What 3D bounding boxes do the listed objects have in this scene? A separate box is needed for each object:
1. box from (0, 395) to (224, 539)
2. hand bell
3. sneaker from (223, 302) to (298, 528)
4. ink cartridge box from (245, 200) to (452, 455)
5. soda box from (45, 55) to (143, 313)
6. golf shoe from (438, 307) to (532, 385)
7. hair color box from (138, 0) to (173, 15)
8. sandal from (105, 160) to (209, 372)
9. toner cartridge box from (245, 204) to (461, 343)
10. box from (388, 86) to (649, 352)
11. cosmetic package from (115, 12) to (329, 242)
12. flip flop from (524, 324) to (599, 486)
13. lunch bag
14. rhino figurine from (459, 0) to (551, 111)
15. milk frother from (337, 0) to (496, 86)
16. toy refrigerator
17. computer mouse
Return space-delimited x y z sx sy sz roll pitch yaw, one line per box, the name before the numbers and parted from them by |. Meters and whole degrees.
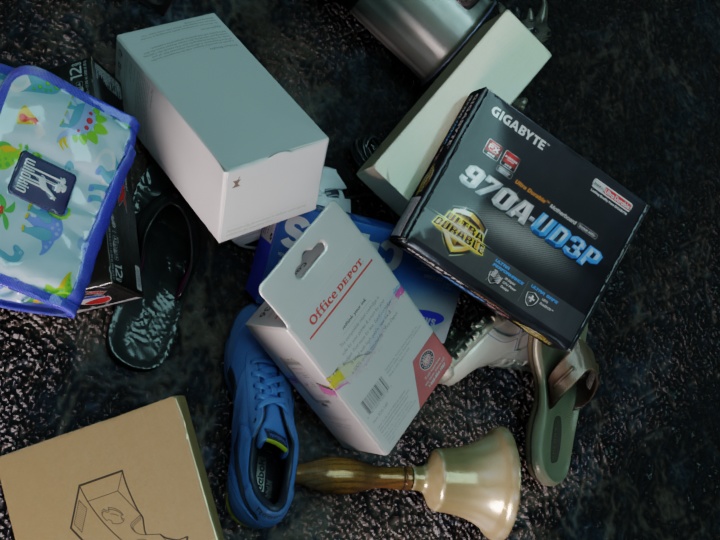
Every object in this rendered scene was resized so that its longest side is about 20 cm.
box | -0.184 0.217 0.888 0.161 0.021 0.203 -19 79 7
hand bell | 0.035 0.187 1.035 0.197 0.104 0.106 6 70 -14
sneaker | -0.080 0.121 0.996 0.065 0.078 0.203 8 68 -22
ink cartridge box | -0.017 0.049 0.999 0.117 0.067 0.201 -50 120 -27
soda box | -0.236 -0.072 0.975 0.070 0.063 0.203 -12 75 12
golf shoe | 0.152 0.071 1.135 0.199 0.078 0.098 -35 96 -31
hair color box | -0.197 -0.364 1.111 0.110 0.064 0.203 25 64 -18
sandal | -0.172 -0.011 1.010 0.074 0.048 0.204 16 67 -21
toner cartridge box | 0.000 0.000 1.072 0.197 0.043 0.096 13 102 -23
box | 0.146 -0.044 1.049 0.199 0.046 0.160 33 83 -15
cosmetic package | -0.127 -0.131 1.005 0.106 0.086 0.201 -19 54 -30
flip flop | 0.202 0.112 1.117 0.080 0.057 0.204 5 91 -42
lunch bag | -0.289 -0.066 0.892 0.197 0.128 0.173 15 73 0
rhino figurine | 0.132 -0.198 1.178 0.087 0.060 0.201 33 95 -24
milk frother | 0.023 -0.274 1.128 0.188 0.180 0.201 41 64 -7
toy refrigerator | 0.090 -0.146 1.093 0.070 0.076 0.201 41 80 -9
computer mouse | -0.041 -0.067 1.099 0.198 0.044 0.111 -14 81 -30
